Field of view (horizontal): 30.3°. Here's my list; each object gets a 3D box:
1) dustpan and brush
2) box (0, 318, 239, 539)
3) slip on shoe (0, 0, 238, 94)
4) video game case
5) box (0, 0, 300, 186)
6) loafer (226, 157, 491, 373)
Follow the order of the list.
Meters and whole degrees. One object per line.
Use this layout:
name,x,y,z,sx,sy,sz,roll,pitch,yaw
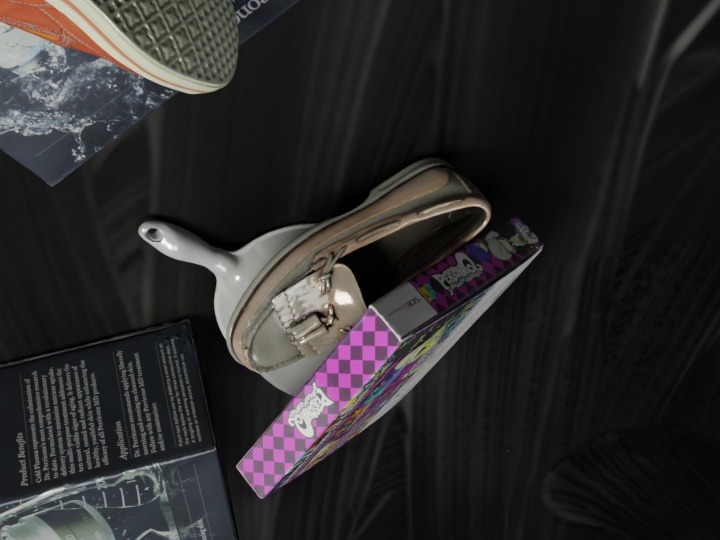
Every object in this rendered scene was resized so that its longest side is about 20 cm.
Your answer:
dustpan and brush,-0.069,0.010,0.928,0.199,0.057,0.140,20,114,-45
box,-0.196,0.162,0.981,0.194,0.125,0.201,-12,139,-7
slip on shoe,-0.129,-0.128,0.561,0.061,0.075,0.199,-8,161,42
video game case,0.021,0.060,0.924,0.181,0.036,0.200,-31,165,-47
box,-0.148,-0.178,0.630,0.196,0.118,0.200,-33,139,15
loafer,0.000,0.000,0.880,0.199,0.063,0.072,-40,129,-12
